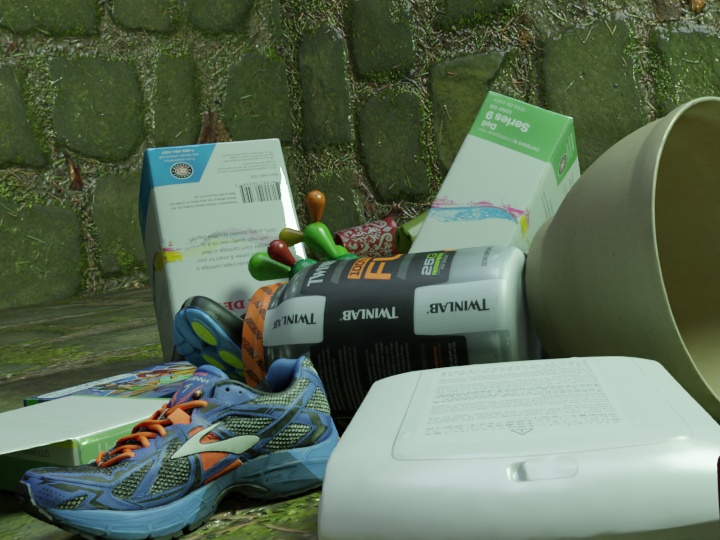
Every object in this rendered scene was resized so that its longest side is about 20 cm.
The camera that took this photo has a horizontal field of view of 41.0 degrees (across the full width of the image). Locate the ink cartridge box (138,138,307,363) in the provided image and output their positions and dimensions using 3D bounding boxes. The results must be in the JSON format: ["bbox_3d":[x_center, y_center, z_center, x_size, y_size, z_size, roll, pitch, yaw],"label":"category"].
[{"bbox_3d":[-0.144,-0.009,1.008,0.144,0.204,0.146,-7,-23,-19],"label":"ink cartridge box"}]

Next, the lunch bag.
[{"bbox_3d":[0.225,0.027,0.810,0.161,0.120,0.199,-1,0,21],"label":"lunch bag"}]

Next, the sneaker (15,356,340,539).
[{"bbox_3d":[-0.096,0.095,0.536,0.198,0.080,0.075,-9,4,-43],"label":"sneaker"}]

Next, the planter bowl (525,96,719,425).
[{"bbox_3d":[0.194,0.005,0.629,0.198,0.205,0.134,-9,-5,-40],"label":"planter bowl"}]

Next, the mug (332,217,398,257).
[{"bbox_3d":[0.016,-0.072,3.152,0.196,0.180,0.134,-12,41,-23],"label":"mug"}]

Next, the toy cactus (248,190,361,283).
[{"bbox_3d":[0.000,0.000,0.891,0.196,0.104,0.165,12,15,-16],"label":"toy cactus"}]

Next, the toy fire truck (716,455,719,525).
[{"bbox_3d":[0.150,0.024,0.211,0.126,0.205,0.176,-6,3,-20],"label":"toy fire truck"}]

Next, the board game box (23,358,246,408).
[{"bbox_3d":[-0.166,0.107,0.826,0.133,0.035,0.199,-4,3,30],"label":"board game box"}]

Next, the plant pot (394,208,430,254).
[{"bbox_3d":[0.180,-0.064,2.088,0.187,0.204,0.199,-21,8,-19],"label":"plant pot"}]

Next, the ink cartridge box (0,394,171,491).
[{"bbox_3d":[-0.220,0.119,0.613,0.144,0.049,0.198,-4,5,39],"label":"ink cartridge box"}]

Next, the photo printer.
[{"bbox_3d":[0.070,0.088,0.413,0.163,0.071,0.200,-5,4,8],"label":"photo printer"}]

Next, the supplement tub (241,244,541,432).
[{"bbox_3d":[0.023,0.051,0.683,0.196,0.125,0.122,-5,3,19],"label":"supplement tub"}]

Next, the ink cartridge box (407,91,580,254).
[{"bbox_3d":[0.117,-0.030,0.857,0.086,0.203,0.145,21,-11,22],"label":"ink cartridge box"}]

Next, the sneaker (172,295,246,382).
[{"bbox_3d":[-0.077,0.051,0.787,0.070,0.085,0.198,-1,-14,37],"label":"sneaker"}]
